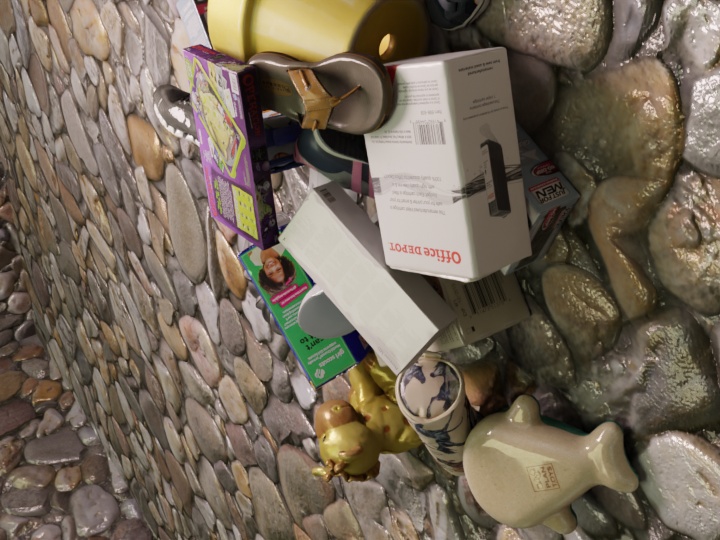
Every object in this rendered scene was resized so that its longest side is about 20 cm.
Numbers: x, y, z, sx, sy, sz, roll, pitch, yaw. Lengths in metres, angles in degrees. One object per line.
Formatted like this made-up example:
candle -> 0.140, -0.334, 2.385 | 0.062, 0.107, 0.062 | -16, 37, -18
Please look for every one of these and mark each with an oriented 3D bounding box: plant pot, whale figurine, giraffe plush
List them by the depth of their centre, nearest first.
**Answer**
plant pot -> -0.032, -0.266, 1.057 | 0.188, 0.199, 0.203 | 32, 136, 34
whale figurine -> 0.210, 0.205, 1.073 | 0.198, 0.103, 0.162 | -18, 94, 37
giraffe plush -> 0.004, 0.220, 1.348 | 0.200, 0.160, 0.175 | 46, 145, 36

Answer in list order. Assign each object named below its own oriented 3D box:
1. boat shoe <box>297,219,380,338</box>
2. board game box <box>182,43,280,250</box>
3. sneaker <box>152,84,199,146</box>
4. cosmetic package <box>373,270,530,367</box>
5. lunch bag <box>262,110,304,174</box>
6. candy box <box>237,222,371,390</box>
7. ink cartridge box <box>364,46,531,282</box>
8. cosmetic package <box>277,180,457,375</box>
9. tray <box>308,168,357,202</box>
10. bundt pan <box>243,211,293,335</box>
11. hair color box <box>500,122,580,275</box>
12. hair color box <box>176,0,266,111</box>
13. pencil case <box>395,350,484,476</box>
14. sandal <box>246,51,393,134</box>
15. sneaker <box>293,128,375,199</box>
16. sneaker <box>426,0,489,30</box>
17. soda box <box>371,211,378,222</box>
boat shoe -> -0.003, -0.003, 1.148 | 0.074, 0.087, 0.202 | 31, 130, -12
board game box -> -0.140, -0.134, 1.068 | 0.119, 0.032, 0.203 | 28, 133, 42
sneaker -> -0.207, -0.206, 1.295 | 0.200, 0.066, 0.091 | 44, 141, 30
cosmetic package -> 0.091, 0.046, 1.141 | 0.199, 0.102, 0.089 | -26, 85, 60
lunch bag -> -0.072, -0.160, 1.167 | 0.160, 0.197, 0.077 | -157, 51, -73
candy box -> -0.063, 0.038, 1.314 | 0.202, 0.076, 0.169 | 58, -166, -1
ink cartridge box -> 0.079, -0.103, 0.951 | 0.143, 0.083, 0.204 | 11, 114, 54
cosmetic package -> 0.006, 0.006, 1.049 | 0.200, 0.050, 0.083 | 49, 124, 11
tray -> -0.045, -0.102, 1.363 | 0.108, 0.022, 0.202 | 48, 146, 35
bundt pan -> -0.119, 0.017, 1.508 | 0.202, 0.075, 0.204 | 44, 146, 40
hair color box -> 0.127, -0.107, 1.013 | 0.201, 0.060, 0.100 | 54, 148, 24
hair color box -> -0.166, -0.291, 1.347 | 0.060, 0.098, 0.203 | -17, 95, 60
pencil case -> 0.100, 0.167, 1.140 | 0.201, 0.076, 0.091 | 58, -149, -57
sandal -> -0.051, -0.174, 0.963 | 0.198, 0.054, 0.083 | 18, 129, 35
sneaker -> 0.015, -0.111, 1.099 | 0.198, 0.071, 0.082 | 30, 148, -25
sneaker -> 0.093, -0.296, 0.928 | 0.079, 0.079, 0.200 | 60, 153, 13
soda box -> 0.031, -0.023, 1.236 | 0.064, 0.068, 0.200 | 62, 151, 11
